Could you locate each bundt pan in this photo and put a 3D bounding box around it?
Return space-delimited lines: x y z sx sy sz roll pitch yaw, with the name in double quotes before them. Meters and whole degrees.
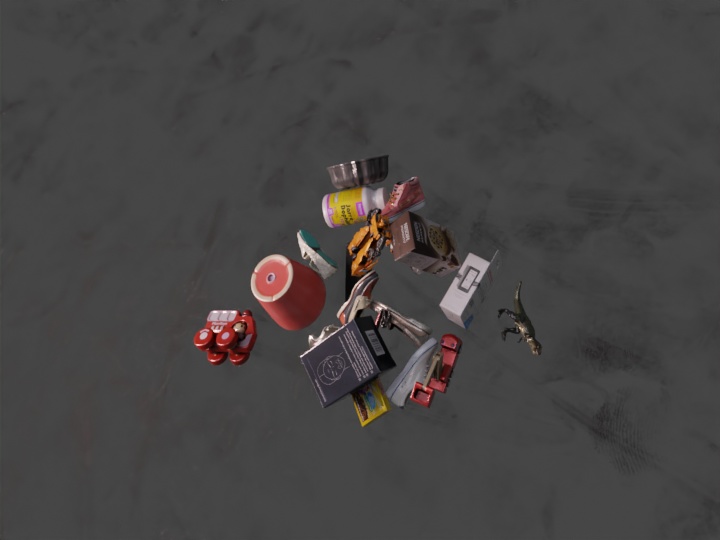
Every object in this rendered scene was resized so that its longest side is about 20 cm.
"bundt pan" -0.002 -0.299 1.617 0.196 0.202 0.078 -8 100 19

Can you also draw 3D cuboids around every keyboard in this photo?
"keyboard" 0.000 0.000 1.575 0.103 0.039 0.206 -20 61 41

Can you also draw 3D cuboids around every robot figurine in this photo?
"robot figurine" 0.028 -0.078 1.467 0.200 0.057 0.148 -48 42 46

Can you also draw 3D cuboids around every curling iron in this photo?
"curling iron" 0.034 0.194 1.433 0.204 0.025 0.050 -66 25 15

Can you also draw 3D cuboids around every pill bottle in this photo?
"pill bottle" -0.012 -0.199 1.614 0.195 0.104 0.107 -10 65 19

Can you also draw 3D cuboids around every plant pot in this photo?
"plant pot" -0.222 0.054 1.554 0.195 0.177 0.206 -9 65 19

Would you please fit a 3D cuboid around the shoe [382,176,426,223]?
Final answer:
"shoe" 0.102 -0.202 1.534 0.197 0.093 0.071 -27 21 -21

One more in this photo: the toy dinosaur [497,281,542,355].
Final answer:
"toy dinosaur" 0.399 0.130 1.339 0.086 0.048 0.205 -11 63 2

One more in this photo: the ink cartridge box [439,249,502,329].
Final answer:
"ink cartridge box" 0.294 0.038 1.380 0.067 0.116 0.203 28 80 28

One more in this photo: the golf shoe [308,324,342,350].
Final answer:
"golf shoe" -0.062 0.186 1.468 0.197 0.077 0.090 -30 78 16

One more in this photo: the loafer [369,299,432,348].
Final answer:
"loafer" 0.102 0.146 1.445 0.197 0.072 0.064 25 85 26

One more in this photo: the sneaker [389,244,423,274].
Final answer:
"sneaker" 0.126 -0.060 1.519 0.076 0.078 0.202 -31 50 9

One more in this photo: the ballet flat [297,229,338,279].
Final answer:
"ballet flat" -0.147 -0.047 1.631 0.072 0.072 0.200 -43 59 0

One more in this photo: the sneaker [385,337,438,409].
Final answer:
"sneaker" 0.150 0.272 1.376 0.070 0.073 0.202 38 95 21

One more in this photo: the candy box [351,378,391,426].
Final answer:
"candy box" 0.009 0.303 1.413 0.102 0.026 0.204 -39 59 30

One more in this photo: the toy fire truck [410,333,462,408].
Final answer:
"toy fire truck" 0.196 0.247 1.318 0.048 0.141 0.204 16 75 27

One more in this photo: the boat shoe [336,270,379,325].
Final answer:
"boat shoe" 0.002 0.085 1.473 0.063 0.070 0.202 47 123 22

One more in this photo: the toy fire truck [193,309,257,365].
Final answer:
"toy fire truck" -0.408 0.192 1.623 0.194 0.113 0.171 -3 49 20

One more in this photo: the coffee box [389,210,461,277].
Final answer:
"coffee box" 0.176 -0.068 1.419 0.079 0.197 0.116 -29 57 39

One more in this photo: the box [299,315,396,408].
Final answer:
"box" -0.033 0.235 1.353 0.198 0.106 0.151 -35 74 23
